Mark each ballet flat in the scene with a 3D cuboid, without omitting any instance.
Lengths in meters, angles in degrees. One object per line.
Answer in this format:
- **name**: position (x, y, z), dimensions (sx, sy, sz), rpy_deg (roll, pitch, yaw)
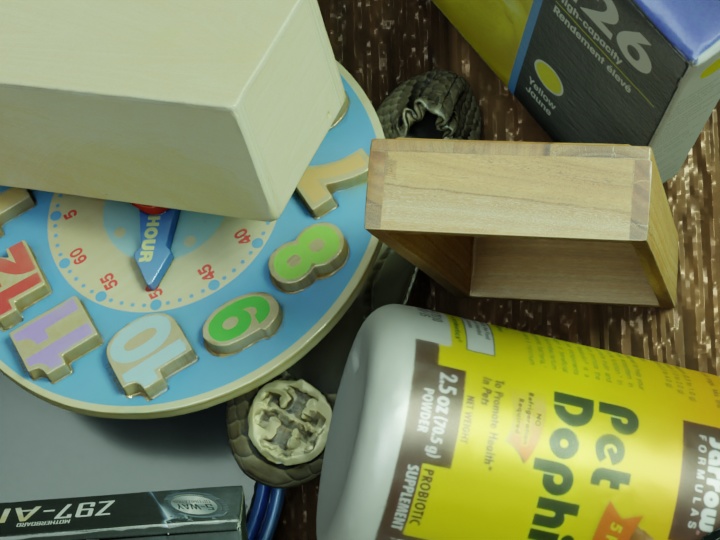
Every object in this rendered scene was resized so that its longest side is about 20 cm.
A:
- **ballet flat**: position (0.000, 0.000, 0.775), dimensions (0.067, 0.046, 0.201), rpy_deg (29, 77, -5)

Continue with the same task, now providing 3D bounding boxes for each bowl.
- **bowl**: position (-0.129, 0.083, 0.803), dimensions (0.199, 0.039, 0.203), rpy_deg (-1, 78, 4)

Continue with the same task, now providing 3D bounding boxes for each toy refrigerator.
- **toy refrigerator**: position (-0.113, -0.077, 0.747), dimensions (0.198, 0.070, 0.076), rpy_deg (8, 50, 25)

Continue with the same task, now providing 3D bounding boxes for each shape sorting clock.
- **shape sorting clock**: position (-0.084, -0.029, 0.769), dimensions (0.198, 0.039, 0.202), rpy_deg (-8, 60, 13)

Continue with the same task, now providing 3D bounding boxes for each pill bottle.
- **pill bottle**: position (0.088, 0.086, 0.714), dimensions (0.198, 0.109, 0.110), rpy_deg (12, 85, -7)

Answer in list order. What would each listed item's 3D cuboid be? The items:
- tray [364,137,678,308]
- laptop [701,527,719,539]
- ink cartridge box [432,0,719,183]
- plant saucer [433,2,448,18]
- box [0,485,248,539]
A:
- **tray**: position (0.071, -0.016, 0.702), dimensions (0.098, 0.200, 0.037), rpy_deg (3, 82, 13)
- **laptop**: position (0.195, 0.172, 0.654), dimensions (0.199, 0.104, 0.178), rpy_deg (-30, 122, 7)
- **ink cartridge box**: position (0.068, -0.140, 0.690), dimensions (0.047, 0.200, 0.198), rpy_deg (-34, 75, -12)
- **plant saucer**: position (0.111, -0.182, 0.802), dimensions (0.198, 0.032, 0.202), rpy_deg (-2, 82, 12)
- **box**: position (-0.119, 0.196, 0.746), dimensions (0.159, 0.044, 0.202), rpy_deg (-3, 103, -1)
